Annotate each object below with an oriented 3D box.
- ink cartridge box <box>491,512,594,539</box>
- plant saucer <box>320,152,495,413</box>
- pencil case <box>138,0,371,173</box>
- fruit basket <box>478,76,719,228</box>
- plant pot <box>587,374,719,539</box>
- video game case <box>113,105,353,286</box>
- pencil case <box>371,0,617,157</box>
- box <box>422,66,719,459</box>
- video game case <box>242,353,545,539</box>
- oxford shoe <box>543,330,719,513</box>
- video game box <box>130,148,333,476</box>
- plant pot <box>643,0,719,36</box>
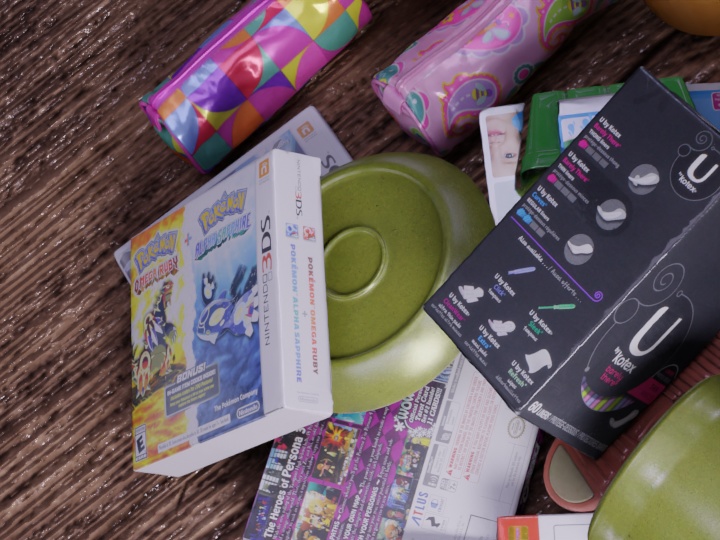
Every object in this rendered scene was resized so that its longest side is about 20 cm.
[{"bbox_3d":[0.122,0.212,1.033,0.198,0.050,0.110,-2,65,3],"label":"ink cartridge box"},{"bbox_3d":[0.000,0.000,1.144,0.199,0.031,0.201,-15,58,25],"label":"plant saucer"},{"bbox_3d":[-0.084,-0.170,1.298,0.200,0.088,0.088,-46,59,-3],"label":"pencil case"},{"bbox_3d":[0.180,-0.030,1.113,0.184,0.094,0.201,-6,68,5],"label":"fruit basket"},{"bbox_3d":[0.240,0.165,0.932,0.193,0.200,0.201,39,84,22],"label":"plant pot"},{"bbox_3d":[-0.071,-0.006,1.252,0.200,0.023,0.183,-37,59,3],"label":"video game case"},{"bbox_3d":[0.103,-0.177,1.227,0.200,0.087,0.087,-42,59,0],"label":"pencil case"},{"bbox_3d":[0.158,-0.001,1.004,0.200,0.122,0.106,-48,53,9],"label":"box"},{"bbox_3d":[0.033,0.117,1.135,0.180,0.036,0.201,12,72,16],"label":"video game case"},{"bbox_3d":[0.202,0.080,1.068,0.200,0.074,0.071,-47,52,7],"label":"oxford shoe"},{"bbox_3d":[-0.096,0.034,1.150,0.200,0.047,0.183,-27,58,48],"label":"video game box"},{"bbox_3d":[0.242,-0.265,1.154,0.199,0.183,0.201,-8,63,16],"label":"plant pot"}]
